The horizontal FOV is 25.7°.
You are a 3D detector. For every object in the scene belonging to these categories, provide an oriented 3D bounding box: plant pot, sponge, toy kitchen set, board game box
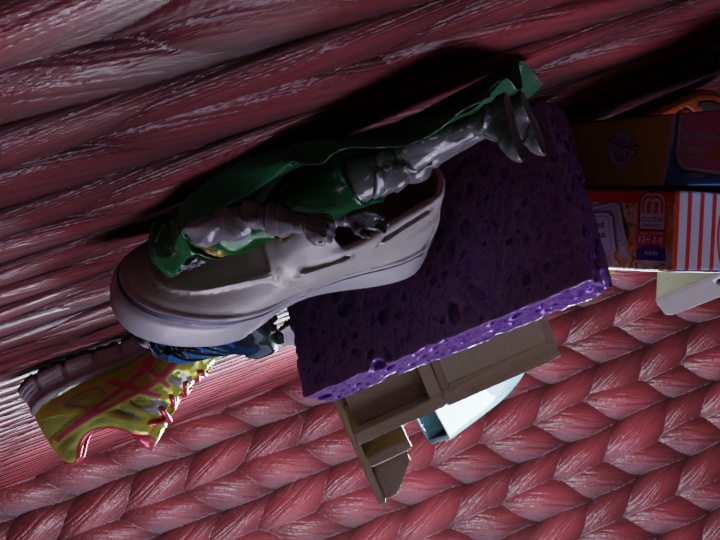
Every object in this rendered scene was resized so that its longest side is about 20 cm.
[{"bbox_3d":[0.165,0.146,2.590,0.198,0.198,0.196,-29,176,-10],"label":"plant pot"},{"bbox_3d":[0.042,-0.008,0.907,0.198,0.113,0.030,-24,155,30],"label":"sponge"},{"bbox_3d":[0.062,0.081,1.306,0.179,0.165,0.200,-23,-164,-2],"label":"toy kitchen set"},{"bbox_3d":[0.225,-0.066,0.927,0.151,0.041,0.199,1,-179,-25],"label":"board game box"},{"bbox_3d":[0.161,-0.025,0.969,0.150,0.047,0.199,1,-178,-41],"label":"board game box"}]

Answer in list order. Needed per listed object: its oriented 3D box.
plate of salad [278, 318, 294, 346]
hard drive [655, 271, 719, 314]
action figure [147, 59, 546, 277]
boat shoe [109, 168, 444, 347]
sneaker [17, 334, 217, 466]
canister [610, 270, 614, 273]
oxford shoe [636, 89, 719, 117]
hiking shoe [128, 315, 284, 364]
[{"bbox_3d":[0.000,0.000,1.183,0.199,0.048,0.200,-32,178,-1],"label":"plate of salad"},{"bbox_3d":[0.323,-0.055,1.370,0.131,0.026,0.201,-24,-149,30],"label":"hard drive"},{"bbox_3d":[-0.015,-0.039,0.733,0.198,0.055,0.118,-19,179,23],"label":"action figure"},{"bbox_3d":[-0.037,-0.019,0.821,0.198,0.071,0.070,-13,144,-32],"label":"boat shoe"},{"bbox_3d":[-0.164,0.093,1.250,0.198,0.091,0.078,-22,173,-1],"label":"sneaker"},{"bbox_3d":[0.174,-0.033,1.319,0.147,0.088,0.200,-20,173,-11],"label":"canister"},{"bbox_3d":[0.176,-0.074,1.119,0.199,0.071,0.073,-35,-150,27],"label":"oxford shoe"},{"bbox_3d":[-0.097,0.029,0.951,0.086,0.075,0.200,-21,175,-7],"label":"hiking shoe"}]
